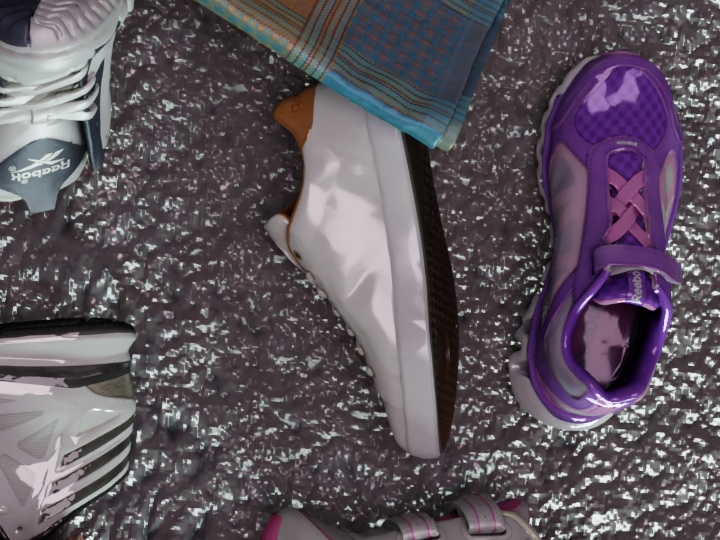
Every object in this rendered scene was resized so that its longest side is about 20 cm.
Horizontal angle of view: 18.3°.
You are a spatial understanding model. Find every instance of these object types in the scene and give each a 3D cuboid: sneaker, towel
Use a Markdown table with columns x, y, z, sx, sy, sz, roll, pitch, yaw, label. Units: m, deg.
| x | y | z | sx | sy | sz | roll | pitch | yaw | label |
| --- | --- | --- | --- | --- | --- | --- | --- | --- | --- |
| -0.207 | 0.086 | 1.091 | 0.200 | 0.076 | 0.115 | -3 | 94 | -13 | sneaker |
| -0.147 | -0.082 | 1.033 | 0.079 | 0.199 | 0.130 | -6 | 108 | -16 | sneaker |
| 0.131 | -0.013 | 1.141 | 0.080 | 0.088 | 0.200 | 7 | 92 | -10 | sneaker |
| 0.000 | 0.000 | 1.137 | 0.085 | 0.073 | 0.200 | -7 | 99 | 15 | sneaker |
| -0.018 | -0.158 | 1.094 | 0.200 | 0.022 | 0.147 | 32 | 50 | -11 | towel |
| 0.045 | 0.151 | 1.148 | 0.200 | 0.081 | 0.088 | 21 | 89 | -20 | sneaker |

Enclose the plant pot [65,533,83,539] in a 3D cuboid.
| x | y | z | sx | sy | sz | roll | pitch | yaw | label |
| --- | --- | --- | --- | --- | --- | --- | --- | --- | --- |
| -0.234 | 0.219 | 1.048 | 0.195 | 0.201 | 0.201 | 4 | 94 | -3 | plant pot |
